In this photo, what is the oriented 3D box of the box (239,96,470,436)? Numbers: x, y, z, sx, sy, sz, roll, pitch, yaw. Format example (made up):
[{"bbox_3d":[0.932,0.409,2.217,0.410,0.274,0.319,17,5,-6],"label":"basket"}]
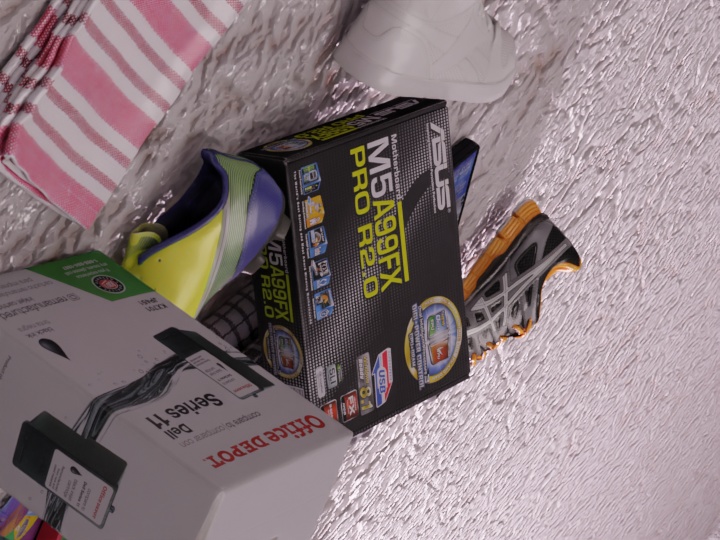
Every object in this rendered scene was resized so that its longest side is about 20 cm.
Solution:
[{"bbox_3d":[0.000,0.000,1.355,0.160,0.044,0.201,-22,114,-43],"label":"box"}]

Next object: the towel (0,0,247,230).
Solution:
[{"bbox_3d":[-0.116,-0.122,1.078,0.200,0.030,0.146,-55,161,-4],"label":"towel"}]

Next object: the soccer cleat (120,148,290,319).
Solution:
[{"bbox_3d":[-0.126,0.012,1.243,0.084,0.065,0.200,36,93,-41],"label":"soccer cleat"}]

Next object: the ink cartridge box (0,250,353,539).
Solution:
[{"bbox_3d":[-0.125,0.083,1.120,0.146,0.200,0.083,-18,138,-60],"label":"ink cartridge box"}]

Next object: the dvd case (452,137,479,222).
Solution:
[{"bbox_3d":[0.030,0.002,1.624,0.143,0.018,0.201,-40,154,-40],"label":"dvd case"}]

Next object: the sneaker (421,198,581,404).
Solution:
[{"bbox_3d":[0.113,0.036,1.760,0.200,0.077,0.078,-53,178,-4],"label":"sneaker"}]

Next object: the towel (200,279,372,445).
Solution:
[{"bbox_3d":[-0.060,0.088,1.449,0.166,0.085,0.200,-43,157,-30],"label":"towel"}]

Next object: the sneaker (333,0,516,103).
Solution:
[{"bbox_3d":[0.070,-0.177,1.359,0.200,0.074,0.116,-13,136,-61],"label":"sneaker"}]

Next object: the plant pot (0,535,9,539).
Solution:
[{"bbox_3d":[-0.235,0.260,1.184,0.197,0.200,0.200,-59,162,-18],"label":"plant pot"}]

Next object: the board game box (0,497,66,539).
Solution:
[{"bbox_3d":[-0.189,0.188,1.369,0.158,0.039,0.200,-49,159,-19],"label":"board game box"}]
